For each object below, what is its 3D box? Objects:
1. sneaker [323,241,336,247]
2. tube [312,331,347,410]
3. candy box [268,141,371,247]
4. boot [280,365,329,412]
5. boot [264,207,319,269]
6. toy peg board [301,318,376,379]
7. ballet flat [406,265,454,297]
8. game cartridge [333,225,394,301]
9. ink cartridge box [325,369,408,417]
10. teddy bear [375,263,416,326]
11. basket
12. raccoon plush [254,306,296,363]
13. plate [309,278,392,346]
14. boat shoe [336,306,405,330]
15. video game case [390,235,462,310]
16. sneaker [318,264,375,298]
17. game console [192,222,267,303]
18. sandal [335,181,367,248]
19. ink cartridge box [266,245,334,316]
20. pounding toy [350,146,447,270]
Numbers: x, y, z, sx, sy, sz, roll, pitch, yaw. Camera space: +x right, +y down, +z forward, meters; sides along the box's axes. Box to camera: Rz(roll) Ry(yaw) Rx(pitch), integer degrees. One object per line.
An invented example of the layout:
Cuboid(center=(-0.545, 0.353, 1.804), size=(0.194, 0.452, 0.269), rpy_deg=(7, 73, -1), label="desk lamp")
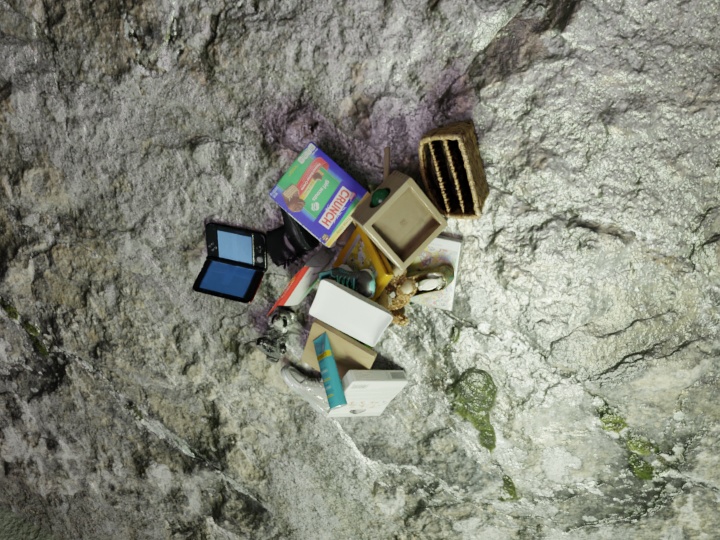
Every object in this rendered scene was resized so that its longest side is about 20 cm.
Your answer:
Cuboid(center=(-0.119, -0.150, 1.594), size=(0.072, 0.084, 0.204), rpy_deg=(11, 118, 54), label="sneaker")
Cuboid(center=(-0.085, 0.278, 1.679), size=(0.077, 0.050, 0.203), rpy_deg=(-35, 65, 42), label="tube")
Cuboid(center=(-0.099, -0.183, 1.505), size=(0.199, 0.077, 0.170), rpy_deg=(40, 91, -5), label="candy box")
Cuboid(center=(-0.148, 0.346, 1.882), size=(0.200, 0.074, 0.095), rpy_deg=(43, 117, -14), label="boot")
Cuboid(center=(-0.203, -0.116, 1.662), size=(0.161, 0.073, 0.201), rpy_deg=(-24, 90, 44), label="boot")
Cuboid(center=(-0.050, 0.223, 1.774), size=(0.198, 0.098, 0.201), rpy_deg=(29, 138, 7), label="toy peg board")
Cuboid(center=(0.147, 0.037, 1.579), size=(0.197, 0.071, 0.072), rpy_deg=(-17, 109, 27), label="ballet flat")
Cuboid(center=(0.000, 0.000, 1.589), size=(0.201, 0.032, 0.178), rpy_deg=(-54, 50, 43), label="game cartridge")
Cuboid(center=(0.013, 0.353, 1.756), size=(0.197, 0.045, 0.177), rpy_deg=(7, 134, -34), label="ink cartridge box")
Cuboid(center=(0.086, 0.070, 1.567), size=(0.145, 0.066, 0.203), rpy_deg=(38, 127, 36), label="teddy bear")
Cuboid(center=(0.203, -0.222, 1.403), size=(0.140, 0.149, 0.203), rpy_deg=(-8, 113, 24), label="basket")
Cuboid(center=(-0.259, 0.191, 1.853), size=(0.096, 0.136, 0.200), rpy_deg=(25, 156, -10), label="raccoon plush")
Cuboid(center=(-0.024, 0.103, 1.549), size=(0.197, 0.033, 0.201), rpy_deg=(28, 149, 1), label="plate")
Cuboid(center=(0.025, 0.127, 1.678), size=(0.196, 0.073, 0.065), rpy_deg=(-8, 143, -6), label="boat shoe")
Cuboid(center=(0.166, -0.003, 1.603), size=(0.179, 0.023, 0.203), rpy_deg=(12, 119, 16), label="video game case")
Cuboid(center=(-0.037, 0.032, 1.544), size=(0.199, 0.090, 0.079), rpy_deg=(9, 103, 57), label="sneaker")
Cuboid(center=(-0.377, -0.024, 1.748), size=(0.196, 0.119, 0.175), rpy_deg=(11, 119, 15), label="game console")
Cuboid(center=(-0.030, -0.135, 1.593), size=(0.079, 0.054, 0.202), rpy_deg=(29, 122, 5), label="sandal")
Cuboid(center=(-0.158, 0.039, 1.645), size=(0.050, 0.200, 0.162), rpy_deg=(36, 123, -1), label="ink cartridge box")
Cuboid(center=(0.082, -0.150, 1.452), size=(0.184, 0.142, 0.200), rpy_deg=(-44, 116, 0), label="pounding toy")
